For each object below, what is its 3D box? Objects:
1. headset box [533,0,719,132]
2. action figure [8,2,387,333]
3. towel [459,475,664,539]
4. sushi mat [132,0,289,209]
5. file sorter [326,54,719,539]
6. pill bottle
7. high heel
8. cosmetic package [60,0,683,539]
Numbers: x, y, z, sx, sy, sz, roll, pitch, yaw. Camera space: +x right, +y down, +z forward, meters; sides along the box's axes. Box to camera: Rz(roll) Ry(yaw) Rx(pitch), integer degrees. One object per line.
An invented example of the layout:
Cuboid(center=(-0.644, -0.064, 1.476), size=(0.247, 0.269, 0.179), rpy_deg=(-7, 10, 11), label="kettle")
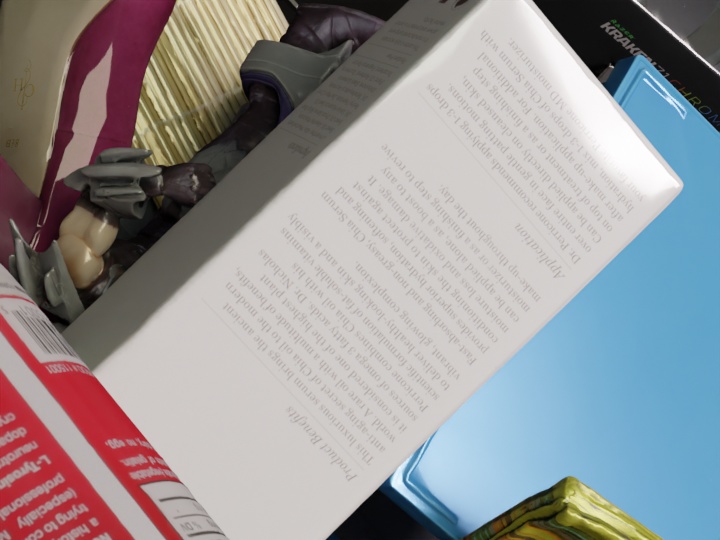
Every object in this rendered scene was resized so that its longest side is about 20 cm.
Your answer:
Cuboid(center=(0.161, -0.146, 1.016), size=(0.174, 0.093, 0.200), rpy_deg=(37, 64, -18), label="headset box")
Cuboid(center=(-0.060, -0.015, 0.839), size=(0.069, 0.130, 0.200), rpy_deg=(24, 58, 23), label="action figure")
Cuboid(center=(0.044, 0.142, 0.824), size=(0.086, 0.200, 0.018), rpy_deg=(36, 44, -17), label="towel")
Cuboid(center=(-0.039, -0.033, 0.923), size=(0.096, 0.012, 0.200), rpy_deg=(-30, 94, -32), label="sushi mat")
Cuboid(center=(0.075, 0.041, 0.893), size=(0.139, 0.123, 0.200), rpy_deg=(42, 67, -23), label="file sorter")
Cuboid(center=(-0.091, 0.099, 0.631), size=(0.112, 0.112, 0.200), rpy_deg=(-30, 69, -31), label="pill bottle")
Cuboid(center=(-0.103, -0.065, 0.872), size=(0.200, 0.067, 0.096), rpy_deg=(-57, 137, -24), label="high heel")
Cuboid(center=(0.000, 0.000, 0.768), size=(0.200, 0.071, 0.101), rpy_deg=(-43, 109, -5), label="cosmetic package")
